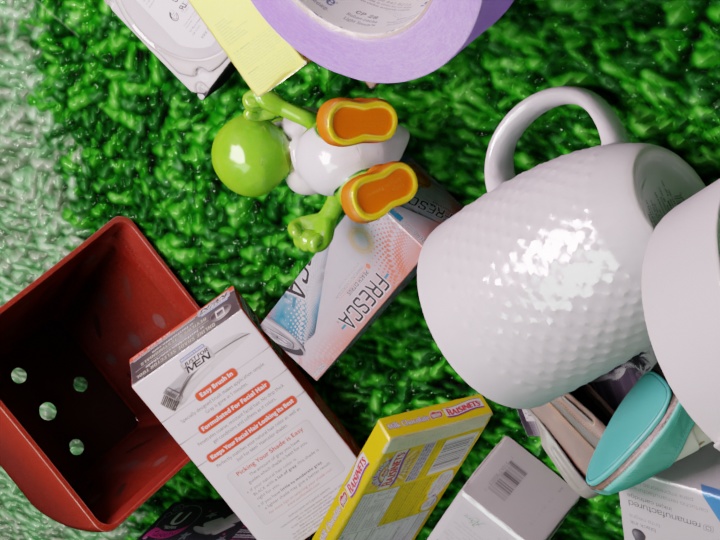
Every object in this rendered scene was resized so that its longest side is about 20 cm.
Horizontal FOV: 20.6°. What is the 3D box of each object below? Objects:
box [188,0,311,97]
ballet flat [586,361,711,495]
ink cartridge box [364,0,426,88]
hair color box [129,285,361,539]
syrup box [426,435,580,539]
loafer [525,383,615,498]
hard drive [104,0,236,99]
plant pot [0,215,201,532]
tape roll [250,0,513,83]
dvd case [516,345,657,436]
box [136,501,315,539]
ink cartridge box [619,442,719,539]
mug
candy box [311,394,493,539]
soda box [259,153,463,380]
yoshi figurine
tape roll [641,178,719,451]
[{"bbox_3d":[-0.101,-0.223,1.399,0.050,0.075,0.200,-32,96,26],"label":"box"},{"bbox_3d":[0.230,0.079,1.362,0.070,0.067,0.200,24,103,-14],"label":"ballet flat"},{"bbox_3d":[0.025,-0.243,1.327,0.165,0.075,0.200,51,138,-2],"label":"ink cartridge box"},{"bbox_3d":[-0.088,0.126,1.638,0.111,0.064,0.200,-35,112,4],"label":"hair color box"},{"bbox_3d":[0.095,0.234,1.623,0.081,0.079,0.200,38,137,9],"label":"syrup box"},{"bbox_3d":[0.144,0.078,1.463,0.063,0.072,0.200,-26,109,29],"label":"loafer"},{"bbox_3d":[-0.152,-0.241,1.497,0.200,0.038,0.140,47,137,1],"label":"hard drive"},{"bbox_3d":[-0.245,0.106,1.725,0.200,0.200,0.176,52,148,-5],"label":"plant pot"},{"bbox_3d":[0.007,-0.222,1.256,0.200,0.066,0.200,21,132,26],"label":"tape roll"},{"bbox_3d":[0.183,0.057,1.468,0.200,0.016,0.149,-5,117,41],"label":"dvd case"},{"bbox_3d":[-0.105,0.292,1.799,0.200,0.115,0.132,-5,118,42],"label":"box"},{"bbox_3d":[0.274,0.208,1.445,0.145,0.084,0.200,14,134,30],"label":"ink cartridge box"},{"bbox_3d":[0.144,-0.029,1.349,0.175,0.147,0.200,-32,62,40],"label":"mug"},{"bbox_3d":[0.028,0.176,1.618,0.026,0.102,0.200,61,144,29],"label":"candy box"},{"bbox_3d":[0.000,0.000,1.536,0.068,0.064,0.200,43,137,4],"label":"soda box"},{"bbox_3d":[-0.045,-0.080,1.437,0.112,0.113,0.200,31,172,-23],"label":"yoshi figurine"},{"bbox_3d":[0.273,0.030,1.241,0.203,0.202,0.071,51,137,-4],"label":"tape roll"}]
